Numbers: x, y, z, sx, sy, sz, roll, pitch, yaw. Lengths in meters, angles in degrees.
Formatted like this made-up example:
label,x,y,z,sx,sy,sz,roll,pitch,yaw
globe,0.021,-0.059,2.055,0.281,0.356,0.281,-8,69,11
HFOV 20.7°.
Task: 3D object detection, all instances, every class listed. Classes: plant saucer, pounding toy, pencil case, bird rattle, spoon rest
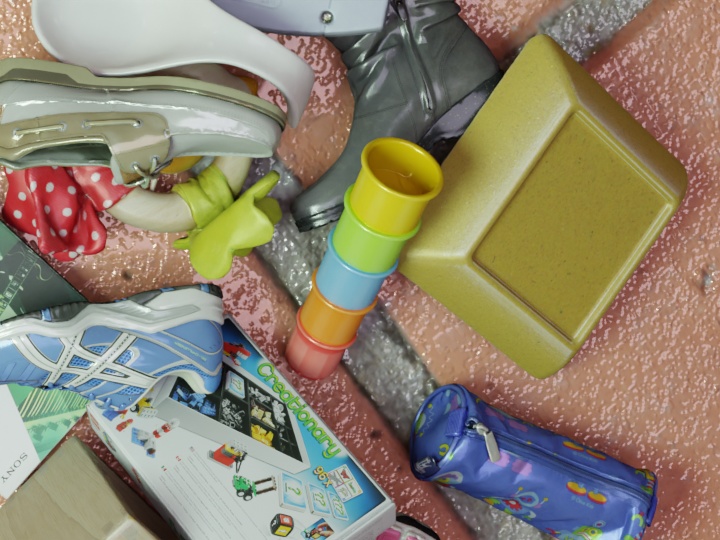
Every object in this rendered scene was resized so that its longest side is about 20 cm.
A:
label,x,y,z,sx,sy,sz,roll,pitch,yaw
plant saucer,0.144,-0.036,1.442,0.200,0.048,0.201,37,87,-37
pounding toy,-0.160,0.255,1.356,0.142,0.184,0.200,-44,116,-5
pencil case,0.131,0.152,1.480,0.199,0.087,0.079,25,69,-18
bird rattle,-0.148,-0.076,1.382,0.198,0.113,0.165,12,84,-4
spoon rest,-0.124,-0.159,1.327,0.198,0.061,0.100,21,71,-4

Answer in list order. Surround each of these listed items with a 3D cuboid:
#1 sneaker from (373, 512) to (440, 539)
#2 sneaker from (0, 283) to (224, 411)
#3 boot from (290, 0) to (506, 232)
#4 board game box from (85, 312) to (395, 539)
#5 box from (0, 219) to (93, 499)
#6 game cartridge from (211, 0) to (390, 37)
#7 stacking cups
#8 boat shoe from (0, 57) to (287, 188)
label,x,y,z,sx,sy,sz,roll,pitch,yaw
sneaker,-0.028,0.178,1.438,0.198,0.088,0.074,16,122,-18
sneaker,-0.185,0.060,1.343,0.198,0.076,0.078,-10,88,-12
boot,0.004,-0.128,1.420,0.199,0.070,0.132,-38,100,-14
board game box,-0.084,0.134,1.365,0.126,0.200,0.035,-32,149,-19
box,-0.273,0.042,1.378,0.200,0.036,0.145,43,86,-18
game cartridge,-0.070,-0.235,1.369,0.198,0.040,0.135,13,92,-1
stacking cups,0.000,0.000,1.385,0.060,0.061,0.201,8,133,-16
boat shoe,-0.149,-0.089,1.304,0.198,0.075,0.069,7,73,4
